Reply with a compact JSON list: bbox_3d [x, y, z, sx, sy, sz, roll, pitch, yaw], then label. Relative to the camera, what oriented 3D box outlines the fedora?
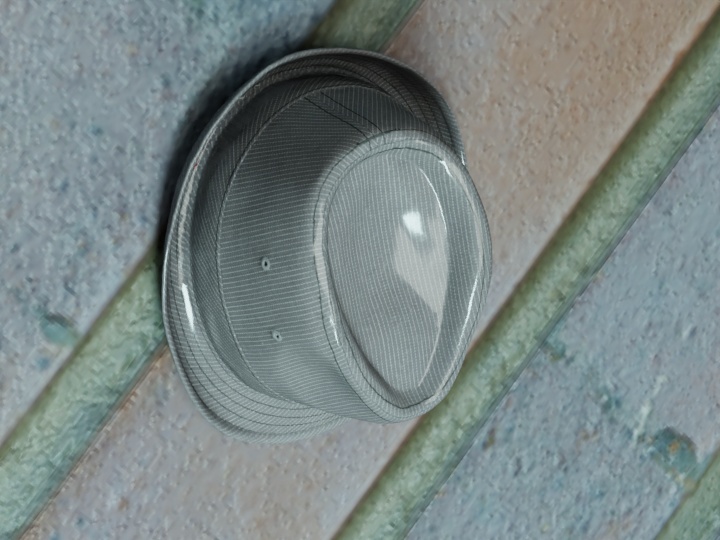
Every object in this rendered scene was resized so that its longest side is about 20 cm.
[{"bbox_3d":[0.000,0.000,1.180,0.176,0.090,0.201,-16,116,-30],"label":"fedora"}]
